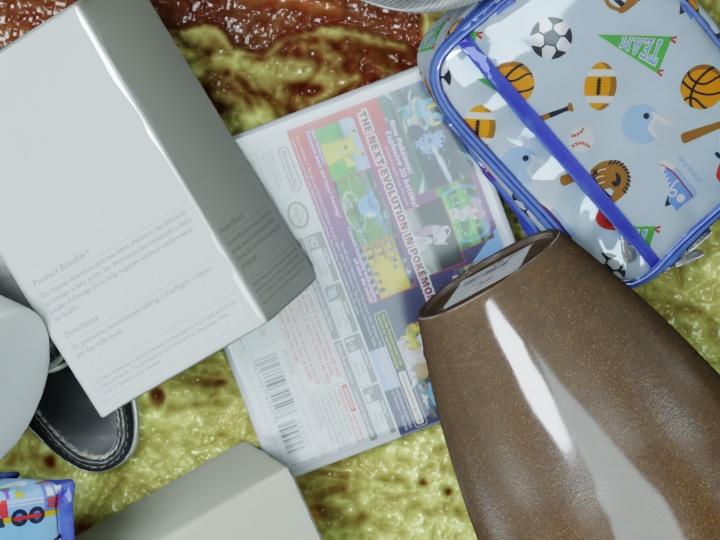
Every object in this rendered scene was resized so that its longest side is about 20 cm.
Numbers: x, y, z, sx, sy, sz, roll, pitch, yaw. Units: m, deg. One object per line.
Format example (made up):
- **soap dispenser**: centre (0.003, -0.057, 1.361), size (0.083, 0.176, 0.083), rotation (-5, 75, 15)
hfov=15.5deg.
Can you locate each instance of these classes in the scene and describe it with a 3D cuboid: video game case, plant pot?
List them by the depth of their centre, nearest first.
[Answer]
- **plant pot**: centre (0.121, 0.085, 1.469), size (0.187, 0.187, 0.200), rotation (-32, 98, 1)
- **video game case**: centre (0.000, 0.000, 1.537), size (0.182, 0.023, 0.200), rotation (-20, 96, 0)

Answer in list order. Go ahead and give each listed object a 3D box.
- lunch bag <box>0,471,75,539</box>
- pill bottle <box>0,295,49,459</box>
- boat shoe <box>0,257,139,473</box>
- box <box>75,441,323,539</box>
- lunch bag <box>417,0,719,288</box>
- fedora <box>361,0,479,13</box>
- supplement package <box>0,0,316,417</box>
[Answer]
- **lunch bag**: centre (-0.251, 0.149, 1.434), size (0.150, 0.200, 0.094), rotation (-7, 100, -23)
- **pill bottle**: centre (-0.276, 0.032, 1.441), size (0.200, 0.114, 0.114), rotation (21, 96, 25)
- **boat shoe**: centre (-0.188, 0.029, 1.510), size (0.074, 0.060, 0.200), rotation (-23, 97, 0)
- **box**: centre (-0.124, 0.178, 1.493), size (0.200, 0.082, 0.068), rotation (-28, 108, -15)
- **lunch bag**: centre (0.136, -0.090, 1.497), size (0.160, 0.076, 0.200), rotation (-41, 106, 1)
- **fedora**: centre (0.049, -0.226, 1.466), size (0.177, 0.090, 0.200), rotation (36, 86, 14)
- **supplement package**: centre (-0.133, -0.042, 1.460), size (0.117, 0.117, 0.200), rotation (-29, 95, 18)
